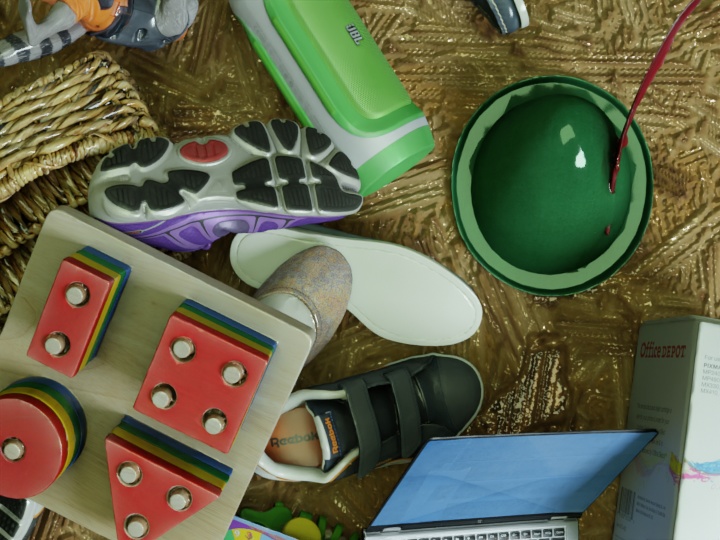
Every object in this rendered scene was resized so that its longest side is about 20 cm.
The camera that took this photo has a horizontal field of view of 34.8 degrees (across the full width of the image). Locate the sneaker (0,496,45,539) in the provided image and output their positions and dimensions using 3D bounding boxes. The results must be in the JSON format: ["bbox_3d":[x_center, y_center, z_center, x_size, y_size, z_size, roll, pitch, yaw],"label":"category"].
[{"bbox_3d":[-0.238,0.134,0.871,0.073,0.080,0.202,33,105,29],"label":"sneaker"}]

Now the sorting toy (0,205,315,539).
[{"bbox_3d":[-0.160,0.093,0.770,0.198,0.070,0.201,26,103,0],"label":"sorting toy"}]

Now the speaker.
[{"bbox_3d":[-0.025,-0.161,0.887,0.088,0.088,0.202,-32,87,-3],"label":"speaker"}]

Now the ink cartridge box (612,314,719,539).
[{"bbox_3d":[0.248,0.141,0.835,0.081,0.146,0.204,9,86,-1],"label":"ink cartridge box"}]

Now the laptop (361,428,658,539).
[{"bbox_3d":[0.105,0.214,0.814,0.184,0.116,0.204,2,86,-22],"label":"laptop"}]

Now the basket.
[{"bbox_3d":[-0.224,-0.045,0.847,0.198,0.143,0.150,-31,86,-3],"label":"basket"}]

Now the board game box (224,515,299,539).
[{"bbox_3d":[-0.085,0.267,0.843,0.197,0.039,0.160,20,110,3],"label":"board game box"}]

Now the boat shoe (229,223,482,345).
[{"bbox_3d":[0.000,0.000,0.883,0.197,0.062,0.074,16,110,3],"label":"boat shoe"}]

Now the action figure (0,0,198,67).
[{"bbox_3d":[-0.208,-0.204,0.860,0.198,0.192,0.107,20,111,41],"label":"action figure"}]

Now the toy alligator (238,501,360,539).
[{"bbox_3d":[-0.053,0.204,0.877,0.197,0.060,0.055,26,44,3],"label":"toy alligator"}]

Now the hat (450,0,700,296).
[{"bbox_3d":[0.155,-0.088,0.835,0.162,0.176,0.204,4,86,0],"label":"hat"}]

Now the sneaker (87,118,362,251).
[{"bbox_3d":[-0.097,-0.055,0.830,0.196,0.084,0.082,-3,62,-15],"label":"sneaker"}]

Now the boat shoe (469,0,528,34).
[{"bbox_3d":[0.057,-0.260,0.900,0.061,0.075,0.201,-35,85,-4],"label":"boat shoe"}]

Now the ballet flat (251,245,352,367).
[{"bbox_3d":[-0.077,0.068,0.847,0.068,0.067,0.201,39,108,-5],"label":"ballet flat"}]

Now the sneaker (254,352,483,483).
[{"bbox_3d":[0.003,0.116,0.870,0.197,0.079,0.080,-18,85,-3],"label":"sneaker"}]
